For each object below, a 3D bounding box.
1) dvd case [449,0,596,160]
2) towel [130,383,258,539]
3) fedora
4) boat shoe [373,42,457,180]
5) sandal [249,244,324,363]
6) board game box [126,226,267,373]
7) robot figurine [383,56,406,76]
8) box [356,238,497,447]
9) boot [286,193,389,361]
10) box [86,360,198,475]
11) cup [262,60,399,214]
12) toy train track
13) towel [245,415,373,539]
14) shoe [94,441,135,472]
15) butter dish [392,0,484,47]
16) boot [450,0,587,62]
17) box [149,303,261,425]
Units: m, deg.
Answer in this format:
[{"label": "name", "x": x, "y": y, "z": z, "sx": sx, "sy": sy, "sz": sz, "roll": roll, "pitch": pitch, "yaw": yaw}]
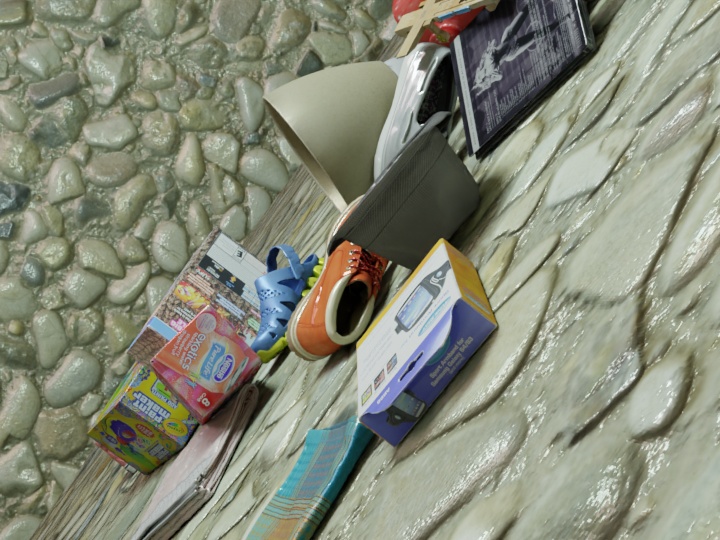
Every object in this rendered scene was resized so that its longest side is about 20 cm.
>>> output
[{"label": "dvd case", "x": 0.160, "y": -0.227, "z": 1.280, "sx": 0.200, "sy": 0.016, "sz": 0.150, "roll": -43, "pitch": 46, "yaw": 47}, {"label": "towel", "x": -0.208, "y": 0.250, "z": 1.534, "sx": 0.200, "sy": 0.032, "sz": 0.192, "roll": -46, "pitch": 11, "yaw": 34}, {"label": "fedora", "x": 0.053, "y": -0.061, "z": 1.194, "sx": 0.177, "sy": 0.090, "sz": 0.200, "roll": -50, "pitch": 3, "yaw": 9}, {"label": "boat shoe", "x": 0.072, "y": -0.155, "z": 1.420, "sx": 0.068, "sy": 0.071, "sz": 0.202, "roll": 21, "pitch": 95, "yaw": 58}, {"label": "sandal", "x": -0.107, "y": 0.039, "z": 1.650, "sx": 0.079, "sy": 0.087, "sz": 0.201, "roll": -42, "pitch": 16, "yaw": 40}, {"label": "board game box", "x": -0.202, "y": 0.072, "z": 1.770, "sx": 0.097, "sy": 0.159, "sz": 0.201, "roll": -42, "pitch": 13, "yaw": 52}, {"label": "robot figurine", "x": 0.036, "y": -0.182, "z": 1.647, "sx": 0.200, "sy": 0.150, "sz": 0.125, "roll": -51, "pitch": -8, "yaw": 18}, {"label": "box", "x": 0.047, "y": 0.054, "z": 0.966, "sx": 0.119, "sy": 0.041, "sz": 0.200, "roll": -51, "pitch": 12, "yaw": 12}, {"label": "boot", "x": 0.000, "y": 0.000, "z": 1.321, "sx": 0.107, "sy": 0.075, "sz": 0.201, "roll": -26, "pitch": 37, "yaw": 64}, {"label": "box", "x": -0.305, "y": 0.190, "z": 1.968, "sx": 0.200, "sy": 0.122, "sz": 0.194, "roll": -40, "pitch": 17, "yaw": 56}, {"label": "cup", "x": -0.004, "y": -0.168, "z": 1.510, "sx": 0.143, "sy": 0.201, "sz": 0.200, "roll": -37, "pitch": 9, "yaw": -3}, {"label": "toy train track", "x": 0.101, "y": -0.277, "z": 1.370, "sx": 0.115, "sy": 0.032, "sz": 0.199, "roll": -62, "pitch": 23, "yaw": -14}, {"label": "towel", "x": -0.064, "y": 0.206, "z": 1.004, "sx": 0.201, "sy": 0.022, "sz": 0.147, "roll": -57, "pitch": 9, "yaw": -20}, {"label": "shoe", "x": -0.375, "y": 0.247, "z": 2.196, "sx": 0.201, "sy": 0.091, "sz": 0.071, "roll": -54, "pitch": 9, "yaw": -5}, {"label": "butter dish", "x": 0.121, "y": -0.313, "z": 1.498, "sx": 0.199, "sy": 0.199, "sz": 0.149, "roll": -41, "pitch": 23, "yaw": 53}, {"label": "boot", "x": 0.187, "y": -0.275, "z": 1.400, "sx": 0.145, "sy": 0.072, "sz": 0.200, "roll": -56, "pitch": 18, "yaw": -21}, {"label": "box", "x": -0.194, "y": 0.123, "z": 1.572, "sx": 0.103, "sy": 0.095, "sz": 0.200, "roll": -43, "pitch": -3, "yaw": -13}]
